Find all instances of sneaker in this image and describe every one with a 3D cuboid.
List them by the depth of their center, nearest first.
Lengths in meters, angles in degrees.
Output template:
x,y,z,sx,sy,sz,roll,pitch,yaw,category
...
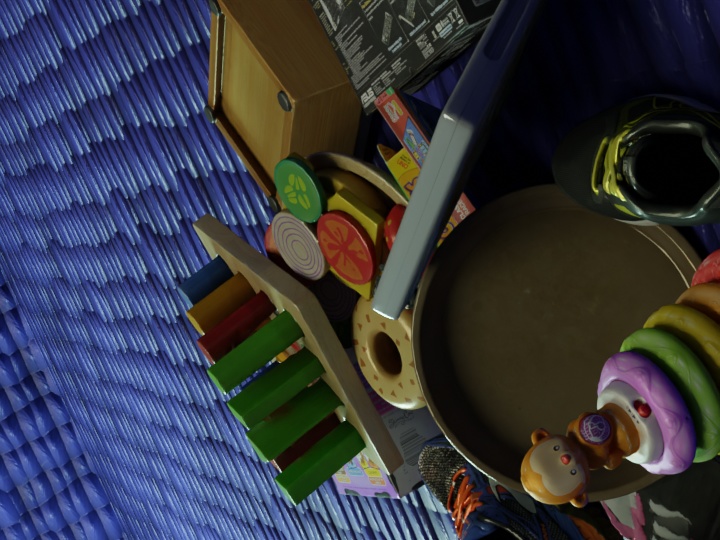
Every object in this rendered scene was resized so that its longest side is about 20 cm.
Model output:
x,y,z,sx,sy,sz,roll,pitch,yaw,category
0.159,-0.061,0.803,0.199,0.084,0.075,7,94,59,sneaker
0.185,0.126,1.009,0.199,0.086,0.081,32,105,27,sneaker
0.094,0.171,1.027,0.200,0.078,0.076,39,124,50,sneaker

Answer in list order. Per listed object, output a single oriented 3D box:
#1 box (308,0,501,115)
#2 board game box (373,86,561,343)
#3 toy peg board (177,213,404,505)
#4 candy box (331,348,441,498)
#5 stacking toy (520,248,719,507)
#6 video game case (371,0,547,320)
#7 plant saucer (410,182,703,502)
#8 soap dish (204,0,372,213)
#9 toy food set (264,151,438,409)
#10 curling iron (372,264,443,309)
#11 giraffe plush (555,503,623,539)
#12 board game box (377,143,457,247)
x,y,z,sx,sy,sz,roll,pitch,yaw,category
0.019,-0.210,1.022,0.159,0.050,0.200,63,158,2,box
0.087,-0.035,1.028,0.201,0.019,0.103,57,-164,17,board game box
-0.084,0.083,1.274,0.199,0.098,0.201,35,157,52,toy peg board
-0.008,0.109,1.419,0.201,0.071,0.168,64,159,-4,candy box
0.166,0.065,0.795,0.117,0.199,0.110,58,158,15,stacking toy
0.067,-0.090,0.884,0.022,0.183,0.200,25,147,4,video game case
0.129,0.044,0.935,0.201,0.199,0.029,64,-158,-1,plant saucer
-0.062,-0.148,1.237,0.158,0.081,0.200,54,158,22,soap dish
0.000,0.000,1.159,0.198,0.049,0.201,37,145,27,toy food set
0.067,0.015,1.049,0.049,0.200,0.026,17,95,28,curling iron
0.148,0.246,1.116,0.173,0.198,0.163,109,148,-52,giraffe plush
0.085,-0.009,1.050,0.201,0.030,0.095,56,-163,22,board game box
